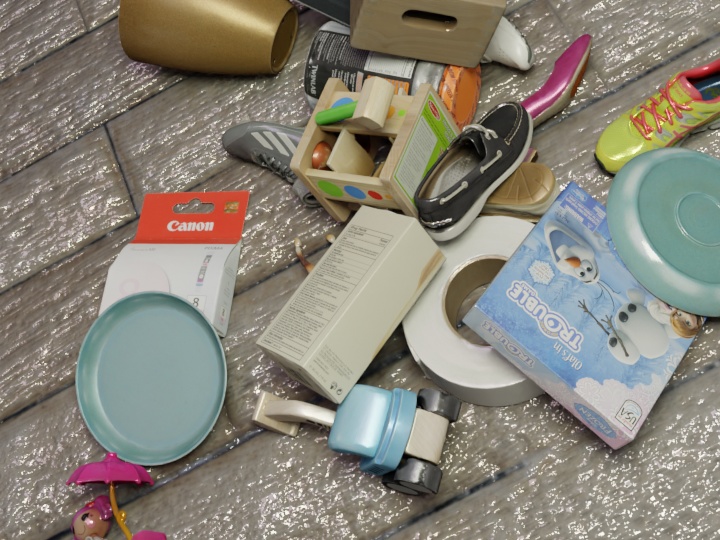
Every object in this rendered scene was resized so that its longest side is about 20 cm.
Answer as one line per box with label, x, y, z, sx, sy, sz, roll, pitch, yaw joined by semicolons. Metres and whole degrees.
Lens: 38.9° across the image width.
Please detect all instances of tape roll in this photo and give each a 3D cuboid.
tape roll;0.146;0.045;1.129;0.200;0.071;0.205;-6;66;14

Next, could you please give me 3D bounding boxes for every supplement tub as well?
supplement tub;0.040;-0.233;1.256;0.198;0.123;0.124;16;73;23

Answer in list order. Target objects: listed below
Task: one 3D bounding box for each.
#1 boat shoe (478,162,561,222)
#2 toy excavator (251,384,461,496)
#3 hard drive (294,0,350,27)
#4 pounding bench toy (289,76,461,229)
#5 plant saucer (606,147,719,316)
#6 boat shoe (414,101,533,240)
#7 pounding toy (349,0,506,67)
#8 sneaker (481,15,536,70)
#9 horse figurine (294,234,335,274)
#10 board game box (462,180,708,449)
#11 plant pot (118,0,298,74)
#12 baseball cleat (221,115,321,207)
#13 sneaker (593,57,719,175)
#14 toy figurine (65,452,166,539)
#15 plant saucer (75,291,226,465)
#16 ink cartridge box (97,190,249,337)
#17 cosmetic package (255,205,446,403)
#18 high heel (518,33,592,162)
boat shoe;0.151;-0.089;1.188;0.199;0.069;0.074;17;73;46
toy excavator;-0.012;0.164;1.101;0.198;0.195;0.101;21;72;-5
hard drive;0.007;-0.357;1.287;0.139;0.033;0.199;-31;46;-28
pounding bench toy;0.001;-0.149;1.141;0.155;0.200;0.125;12;68;33
plant saucer;0.357;-0.049;1.077;0.197;0.027;0.202;6;63;-12
boat shoe;0.124;-0.124;1.128;0.073;0.061;0.200;19;61;43
pounding toy;0.057;-0.335;1.136;0.197;0.143;0.186;7;58;-12
sneaker;0.136;-0.289;1.288;0.199;0.074;0.088;34;87;36
horse figurine;0.000;0.000;1.208;0.198;0.050;0.134;-18;57;12
board game box;0.237;0.040;1.042;0.199;0.043;0.199;39;62;4
plant pot;-0.190;-0.338;1.359;0.198;0.187;0.188;22;74;10
baseball cleat;-0.091;-0.136;1.286;0.198;0.070;0.108;2;67;19
sneaker;0.351;-0.183;1.153;0.199;0.090;0.079;-32;63;4
toy figurine;-0.280;0.303;1.141;0.200;0.149;0.185;-50;45;19
plant saucer;-0.244;0.126;1.208;0.198;0.027;0.203;-2;85;17
ink cartridge box;-0.234;-0.017;1.291;0.160;0.057;0.203;0;72;18
cosmetic package;-0.009;0.033;1.098;0.201;0.071;0.105;-51;35;-14
high heel;0.200;-0.210;1.228;0.095;0.067;0.201;29;91;16
